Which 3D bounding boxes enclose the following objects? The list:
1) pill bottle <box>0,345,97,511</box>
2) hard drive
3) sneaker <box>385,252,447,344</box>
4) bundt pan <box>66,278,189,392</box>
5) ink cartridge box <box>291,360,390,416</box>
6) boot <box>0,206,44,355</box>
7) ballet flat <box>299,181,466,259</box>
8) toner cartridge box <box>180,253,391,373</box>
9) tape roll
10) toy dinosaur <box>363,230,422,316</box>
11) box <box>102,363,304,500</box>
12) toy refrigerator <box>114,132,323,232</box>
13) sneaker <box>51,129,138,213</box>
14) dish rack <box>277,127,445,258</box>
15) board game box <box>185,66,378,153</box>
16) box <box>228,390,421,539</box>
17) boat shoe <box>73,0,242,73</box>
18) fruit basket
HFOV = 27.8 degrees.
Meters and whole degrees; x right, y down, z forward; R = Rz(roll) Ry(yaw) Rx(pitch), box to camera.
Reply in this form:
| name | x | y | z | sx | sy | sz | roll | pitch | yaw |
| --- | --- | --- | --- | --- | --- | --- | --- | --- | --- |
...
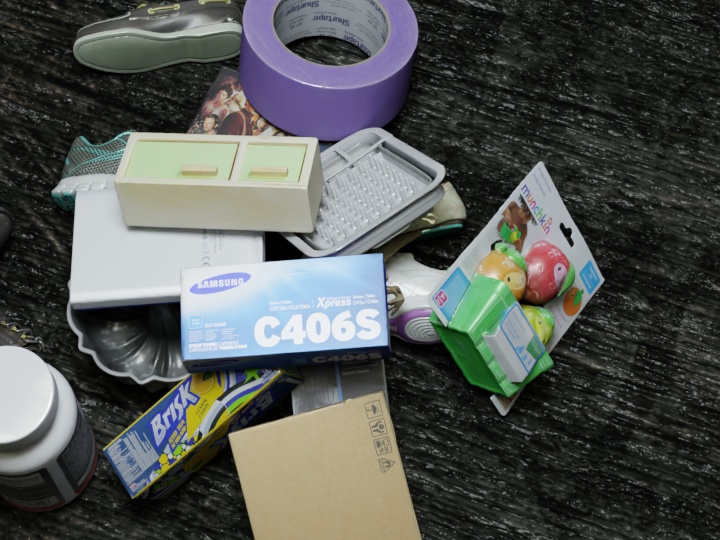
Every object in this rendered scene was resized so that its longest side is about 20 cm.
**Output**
| name | x | y | z | sx | sy | sz | roll | pitch | yaw |
| --- | --- | --- | --- | --- | --- | --- | --- | --- | --- |
| pill bottle | -0.326 | 0.154 | 1.417 | 0.114 | 0.200 | 0.117 | 0 | 65 | -1 |
| hard drive | -0.198 | -0.028 | 1.509 | 0.198 | 0.025 | 0.133 | -4 | 62 | 3 |
| sneaker | 0.012 | 0.026 | 1.562 | 0.198 | 0.075 | 0.100 | 6 | 46 | 3 |
| bundt pan | -0.204 | 0.040 | 1.533 | 0.199 | 0.076 | 0.204 | -1 | 63 | 2 |
| ink cartridge box | -0.022 | 0.122 | 1.485 | 0.098 | 0.039 | 0.202 | -8 | 85 | 4 |
| boot | -0.387 | 0.045 | 1.515 | 0.173 | 0.069 | 0.201 | 29 | 78 | 32 |
| ballet flat | 0.019 | -0.050 | 1.587 | 0.198 | 0.067 | 0.063 | -16 | 83 | -17 |
| toner cartridge box | -0.072 | 0.041 | 1.399 | 0.198 | 0.043 | 0.096 | -5 | 68 | 2 |
| tape roll | -0.037 | -0.248 | 1.642 | 0.198 | 0.085 | 0.202 | 4 | 53 | -5 |
| toy dinosaur | 0.000 | 0.000 | 1.485 | 0.199 | 0.059 | 0.101 | -27 | 43 | -19 |
| box | -0.156 | 0.144 | 1.456 | 0.200 | 0.070 | 0.065 | -40 | 71 | 9 |
| toy refrigerator | -0.142 | -0.092 | 1.476 | 0.198 | 0.070 | 0.076 | 3 | 48 | 9 |
| sneaker | -0.240 | -0.114 | 1.593 | 0.198 | 0.078 | 0.092 | 0 | 67 | 9 |
| dish rack | -0.009 | -0.071 | 1.524 | 0.171 | 0.044 | 0.200 | -32 | 30 | -12 |
| board game box | -0.095 | -0.135 | 1.641 | 0.198 | 0.035 | 0.136 | 21 | 67 | 9 |
| box | -0.030 | 0.237 | 1.441 | 0.162 | 0.021 | 0.202 | -15 | 89 | -5 |
| boat shoe | -0.234 | -0.276 | 1.688 | 0.199 | 0.072 | 0.061 | -6 | 61 | -11 |
| fruit basket | 0.171 | 0.022 | 1.505 | 0.200 | 0.186 | 0.093 | -45 | 36 | -17 |
